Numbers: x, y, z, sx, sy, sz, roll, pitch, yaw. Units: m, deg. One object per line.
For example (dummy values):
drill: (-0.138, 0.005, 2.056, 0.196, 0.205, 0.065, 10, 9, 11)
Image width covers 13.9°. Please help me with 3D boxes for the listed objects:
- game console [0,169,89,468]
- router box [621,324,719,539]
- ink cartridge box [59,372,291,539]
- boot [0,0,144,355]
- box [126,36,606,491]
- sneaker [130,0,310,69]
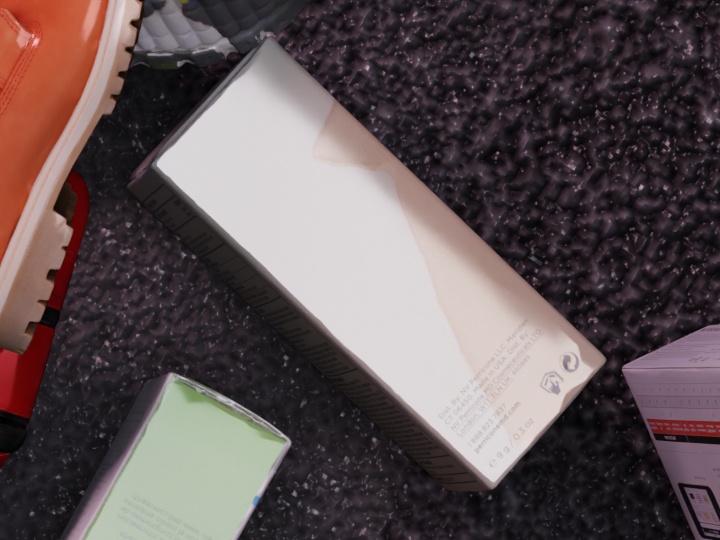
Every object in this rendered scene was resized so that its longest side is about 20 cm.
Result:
game console: (-0.233, 0.015, 1.207, 0.199, 0.119, 0.173, 17, 82, -16)
router box: (0.190, 0.112, 1.243, 0.049, 0.200, 0.180, -24, 93, -10)
ink cartridge box: (-0.107, 0.143, 1.237, 0.059, 0.104, 0.200, 30, 82, -6)
boot: (-0.143, -0.078, 1.127, 0.107, 0.075, 0.201, 21, 96, -7)
box: (0.000, 0.000, 1.269, 0.200, 0.095, 0.078, 44, 80, -6)
sneaker: (-0.114, -0.130, 1.216, 0.199, 0.075, 0.085, -9, 62, 4)
